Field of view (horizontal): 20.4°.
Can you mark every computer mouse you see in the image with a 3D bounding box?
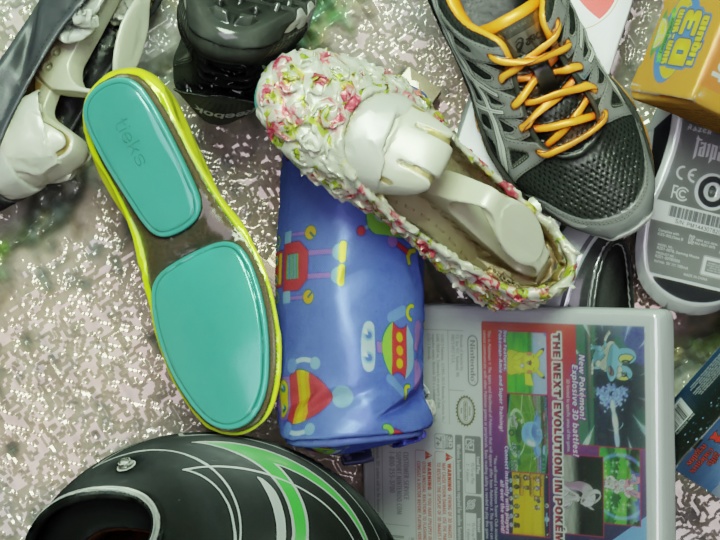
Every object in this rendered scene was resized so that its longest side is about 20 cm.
[{"bbox_3d":[0.188,-0.076,1.084,0.109,0.044,0.200,15,89,-12],"label":"computer mouse"}]

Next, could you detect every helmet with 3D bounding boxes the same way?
[{"bbox_3d":[-0.071,0.177,1.024,0.200,0.200,0.191,-6,46,-6],"label":"helmet"}]

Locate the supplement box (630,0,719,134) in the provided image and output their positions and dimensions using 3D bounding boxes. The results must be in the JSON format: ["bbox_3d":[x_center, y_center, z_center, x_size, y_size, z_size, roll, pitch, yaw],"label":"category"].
[{"bbox_3d":[0.243,-0.084,1.038,0.200,0.069,0.067,20,92,-21],"label":"supplement box"}]

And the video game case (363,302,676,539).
[{"bbox_3d":[0.081,0.118,1.053,0.182,0.023,0.200,1,93,35],"label":"video game case"}]

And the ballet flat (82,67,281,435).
[{"bbox_3d":[-0.085,-0.012,1.043,0.067,0.067,0.200,-24,85,11],"label":"ballet flat"}]

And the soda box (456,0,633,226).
[{"bbox_3d":[0.101,-0.119,1.076,0.068,0.064,0.200,18,91,1],"label":"soda box"}]

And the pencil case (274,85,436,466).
[{"bbox_3d":[0.000,0.000,1.040,0.087,0.078,0.200,4,82,-27],"label":"pencil case"}]

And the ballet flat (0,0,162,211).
[{"bbox_3d":[-0.164,-0.096,1.074,0.073,0.073,0.200,31,90,0],"label":"ballet flat"}]

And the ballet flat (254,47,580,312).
[{"bbox_3d":[0.037,-0.046,0.981,0.200,0.064,0.076,34,76,-32],"label":"ballet flat"}]

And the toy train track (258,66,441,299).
[{"bbox_3d":[-0.023,-0.023,1.098,0.115,0.033,0.200,36,85,3],"label":"toy train track"}]

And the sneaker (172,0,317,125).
[{"bbox_3d":[-0.062,-0.113,1.021,0.066,0.200,0.091,11,105,-5],"label":"sneaker"}]

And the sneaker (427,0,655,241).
[{"bbox_3d":[0.084,-0.103,1.007,0.078,0.077,0.200,-33,91,1],"label":"sneaker"}]

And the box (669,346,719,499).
[{"bbox_3d":[0.262,0.048,1.041,0.136,0.038,0.200,32,103,-31],"label":"box"}]

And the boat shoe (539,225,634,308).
[{"bbox_3d":[0.129,0.074,1.065,0.066,0.070,0.200,11,95,37],"label":"boat shoe"}]
